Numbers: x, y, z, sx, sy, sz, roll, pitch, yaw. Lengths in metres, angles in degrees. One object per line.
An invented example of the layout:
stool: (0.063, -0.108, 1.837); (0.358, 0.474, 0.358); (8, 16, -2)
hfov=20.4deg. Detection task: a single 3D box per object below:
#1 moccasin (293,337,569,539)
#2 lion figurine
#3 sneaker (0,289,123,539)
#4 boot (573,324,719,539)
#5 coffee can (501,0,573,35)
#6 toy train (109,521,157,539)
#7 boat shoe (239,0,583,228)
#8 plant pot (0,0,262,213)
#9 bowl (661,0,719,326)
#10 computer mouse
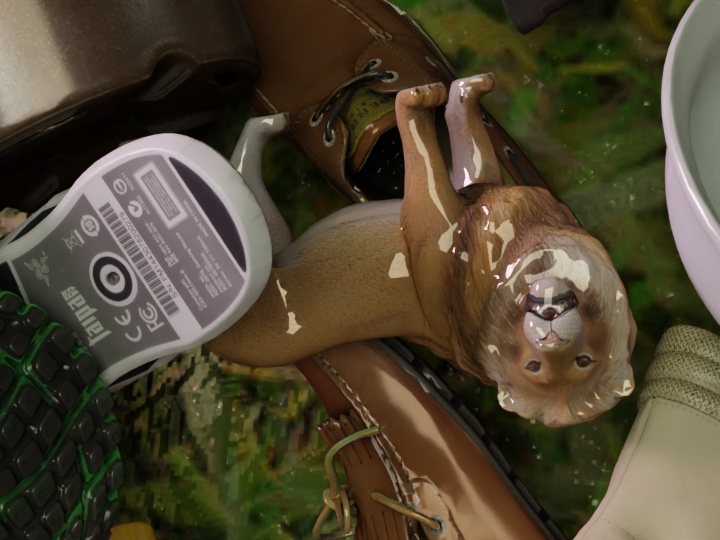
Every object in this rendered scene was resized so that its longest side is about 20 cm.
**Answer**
moccasin: (0.022, 0.092, 0.768); (0.078, 0.074, 0.202); (-38, 89, -3)
lion figurine: (0.000, 0.000, 0.719); (0.199, 0.072, 0.123); (-7, 96, 29)
sneaker: (-0.154, 0.026, 0.696); (0.078, 0.085, 0.201); (-36, 99, -29)
boot: (0.146, 0.133, 0.729); (0.200, 0.073, 0.156); (44, 57, -24)
coffee can: (0.110, -0.199, 0.729); (0.199, 0.146, 0.147); (-29, 81, 8)
toy train: (-0.049, 0.169, 0.715); (0.199, 0.056, 0.151); (20, 64, 2)
boat shoe: (0.012, -0.059, 0.778); (0.200, 0.068, 0.072); (40, 96, 12)
plant pot: (-0.142, -0.132, 0.753); (0.199, 0.200, 0.199); (-27, 85, 8)
bowl: (0.189, -0.015, 0.710); (0.200, 0.091, 0.202); (7, 54, -10)
computer mouse: (-0.095, 0.010, 0.714); (0.200, 0.044, 0.110); (-29, 95, 38)
